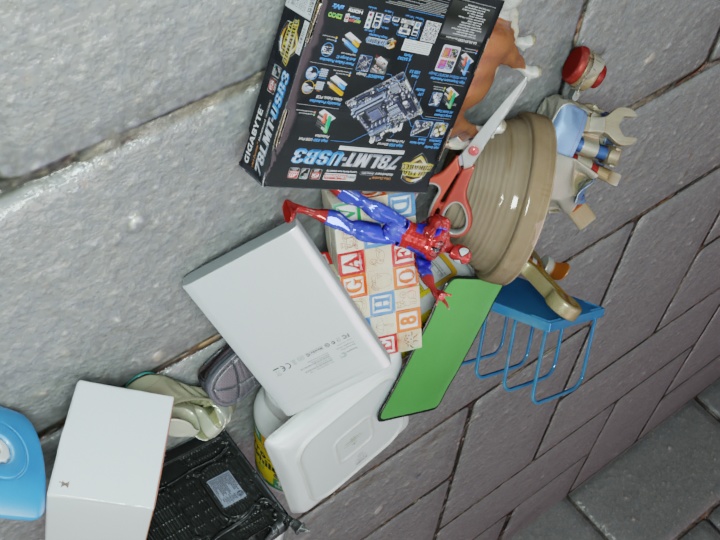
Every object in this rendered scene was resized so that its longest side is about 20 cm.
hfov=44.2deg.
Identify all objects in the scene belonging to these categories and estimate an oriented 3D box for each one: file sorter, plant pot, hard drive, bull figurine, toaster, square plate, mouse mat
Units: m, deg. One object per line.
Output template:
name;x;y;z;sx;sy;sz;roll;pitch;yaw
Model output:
file sorter;0.205;0.085;1.226;0.139;0.200;0.123;-10;113;-45
plant pot;0.141;-0.089;1.011;0.093;0.201;0.201;12;132;-7
hard drive;-0.072;0.053;0.917;0.132;0.027;0.200;-27;122;10
bull figurine;0.117;-0.205;0.884;0.121;0.065;0.200;15;124;-38
toaster;-0.195;0.316;1.083;0.181;0.200;0.119;-25;143;-30
square plate;-0.014;0.193;1.058;0.200;0.028;0.198;-37;146;-20
mouse mat;0.101;0.094;1.081;0.161;0.008;0.200;3;116;-58

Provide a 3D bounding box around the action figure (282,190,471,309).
action figure;0.032;-0.030;0.853;0.200;0.099;0.065;17;114;-26

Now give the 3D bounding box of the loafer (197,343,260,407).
loafer;-0.105;0.072;1.022;0.200;0.063;0.072;-39;122;-18

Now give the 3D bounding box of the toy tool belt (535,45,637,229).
toy tool belt;0.270;-0.156;1.077;0.123;0.125;0.200;21;106;-16

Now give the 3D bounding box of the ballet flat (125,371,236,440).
ballet flat;-0.194;0.165;1.015;0.069;0.069;0.200;-47;152;9

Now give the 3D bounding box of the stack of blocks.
stack of blocks;0.000;0.000;0.952;0.115;0.059;0.200;-11;123;-10

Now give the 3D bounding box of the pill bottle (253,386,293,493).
pill bottle;-0.080;0.197;1.135;0.113;0.113;0.200;-27;149;-25

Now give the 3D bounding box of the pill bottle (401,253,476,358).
pill bottle;0.074;0.029;1.113;0.200;0.113;0.113;-32;150;-18

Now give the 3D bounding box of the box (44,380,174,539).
box;-0.258;0.222;0.902;0.097;0.124;0.200;11;138;-11

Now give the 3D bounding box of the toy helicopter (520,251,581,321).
toy helicopter;0.231;0.002;1.177;0.132;0.200;0.079;22;114;-40

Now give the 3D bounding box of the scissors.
scissors;0.104;-0.116;0.909;0.014;0.073;0.200;-70;179;-57

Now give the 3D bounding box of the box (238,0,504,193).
box;0.011;-0.166;0.777;0.200;0.050;0.199;-2;124;-40

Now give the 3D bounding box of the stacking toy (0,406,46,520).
stacking toy;-0.397;0.211;0.812;0.200;0.116;0.110;-35;145;17
